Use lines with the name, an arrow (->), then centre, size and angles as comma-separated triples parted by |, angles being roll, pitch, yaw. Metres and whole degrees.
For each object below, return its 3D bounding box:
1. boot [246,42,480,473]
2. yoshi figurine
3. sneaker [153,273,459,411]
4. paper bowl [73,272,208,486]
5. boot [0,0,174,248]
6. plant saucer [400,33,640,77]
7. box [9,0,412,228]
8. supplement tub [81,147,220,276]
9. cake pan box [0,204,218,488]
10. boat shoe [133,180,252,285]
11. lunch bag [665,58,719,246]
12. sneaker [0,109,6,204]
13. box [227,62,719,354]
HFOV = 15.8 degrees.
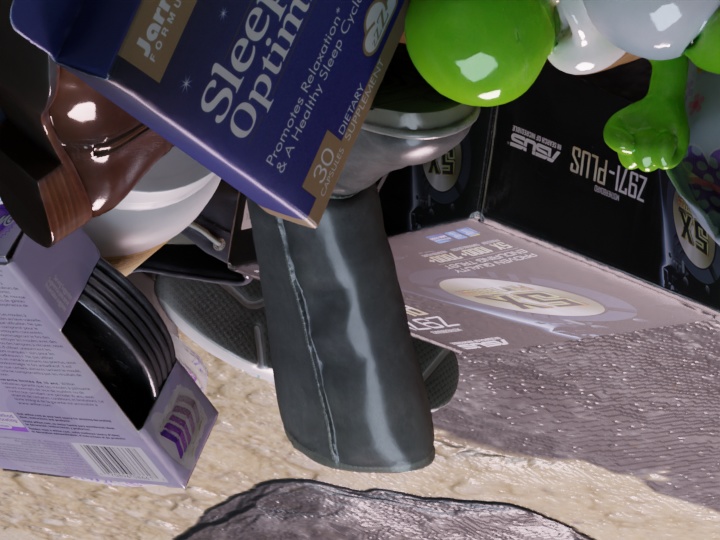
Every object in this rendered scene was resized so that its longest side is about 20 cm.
boot -> 0.002, 0.000, 1.162 | 0.072, 0.201, 0.182 | -16, -161, -28
yoshi figurine -> 0.088, -0.101, 1.012 | 0.112, 0.113, 0.200 | 14, 172, -29
sneaker -> -0.042, 0.046, 1.537 | 0.200, 0.071, 0.080 | 24, 154, -27
paper bowl -> -0.188, 0.046, 1.536 | 0.200, 0.105, 0.201 | 14, 162, 5
boot -> -0.065, -0.122, 1.026 | 0.064, 0.200, 0.187 | 42, 153, 23
plant saucer -> 0.051, -0.132, 1.159 | 0.199, 0.032, 0.200 | 8, 160, 3
box -> -0.047, -0.105, 0.983 | 0.032, 0.122, 0.200 | 20, 172, 33
supplement tub -> -0.149, -0.061, 1.273 | 0.144, 0.145, 0.200 | 21, 152, -20
cake pan box -> -0.187, 0.029, 1.247 | 0.199, 0.052, 0.184 | 3, 145, 33
boat shoe -> -0.141, -0.025, 1.436 | 0.199, 0.063, 0.073 | 2, 153, 17
lunch bag -> 0.216, -0.065, 1.062 | 0.169, 0.201, 0.127 | 31, 148, -35
sneaker -> -0.199, -0.114, 1.102 | 0.200, 0.072, 0.072 | 52, 180, -16
box -> 0.059, -0.028, 1.281 | 0.163, 0.087, 0.200 | 21, 161, -36
